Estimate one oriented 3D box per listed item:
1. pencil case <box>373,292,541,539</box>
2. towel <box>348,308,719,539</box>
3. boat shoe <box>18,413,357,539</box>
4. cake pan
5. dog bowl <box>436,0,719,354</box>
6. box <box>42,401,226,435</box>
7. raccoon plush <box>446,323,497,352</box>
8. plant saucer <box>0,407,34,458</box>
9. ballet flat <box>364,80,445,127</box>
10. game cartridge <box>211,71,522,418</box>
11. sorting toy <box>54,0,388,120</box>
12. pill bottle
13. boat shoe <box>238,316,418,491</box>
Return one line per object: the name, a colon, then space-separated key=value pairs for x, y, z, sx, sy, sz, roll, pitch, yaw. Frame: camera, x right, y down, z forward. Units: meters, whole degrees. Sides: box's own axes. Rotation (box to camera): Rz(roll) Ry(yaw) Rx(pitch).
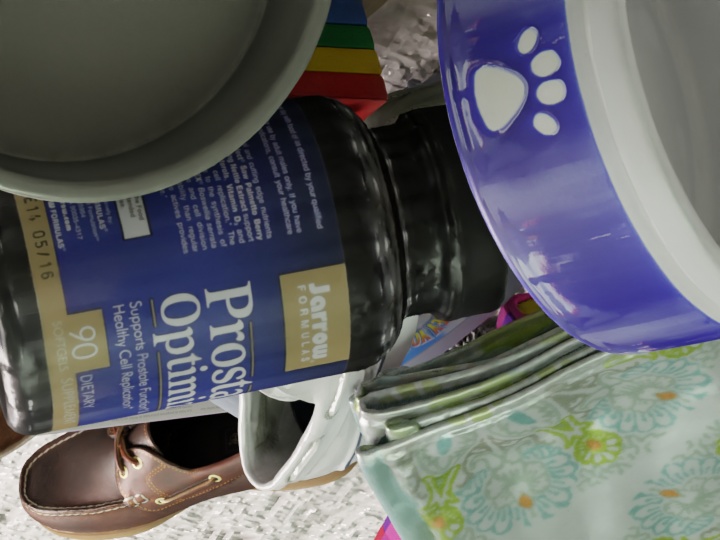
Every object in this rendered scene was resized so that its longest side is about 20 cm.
pencil case: x=0.067 y=0.109 z=1.332 sx=0.088 sy=0.088 sz=0.200 roll=16 pitch=112 yaw=-23
towel: x=0.099 y=0.091 z=1.231 sx=0.171 sy=0.048 sz=0.200 roll=-23 pitch=136 yaw=4
boat shoe: x=-0.100 y=0.095 z=1.483 sx=0.200 sy=0.070 sz=0.070 roll=-16 pitch=153 yaw=15
cake pan: x=-0.106 y=-0.125 z=0.992 sx=0.200 sy=0.200 sz=0.037 roll=17 pitch=176 yaw=-24
dog bowl: x=0.114 y=-0.071 z=1.041 sx=0.079 sy=0.200 sz=0.200 roll=-15 pitch=146 yaw=32
box: x=-0.141 y=0.056 z=1.371 sx=0.200 sy=0.039 sz=0.041 roll=-7 pitch=114 yaw=-23
raccoon plush: x=0.070 y=0.093 z=1.396 sx=0.097 sy=0.134 sz=0.200 roll=8 pitch=150 yaw=-7
plant saucer: x=-0.217 y=0.001 z=1.272 sx=0.200 sy=0.037 sz=0.200 roll=0 pitch=109 yaw=0
ballet flat: x=0.092 y=-0.071 z=1.180 sx=0.200 sy=0.064 sz=0.067 roll=-11 pitch=113 yaw=-18
game cartridge: x=0.000 y=0.000 z=1.271 sx=0.200 sy=0.040 sz=0.133 roll=-37 pitch=140 yaw=18
sorting toy: x=-0.101 y=-0.071 z=1.128 sx=0.199 sy=0.070 sz=0.200 roll=0 pitch=157 yaw=-36
pill bottle: x=-0.049 y=-0.007 z=1.066 sx=0.200 sy=0.112 sz=0.112 roll=-11 pitch=152 yaw=-10
boat shoe: x=-0.021 y=0.032 z=1.200 sx=0.065 sy=0.074 sz=0.200 roll=-30 pitch=145 yaw=-26
